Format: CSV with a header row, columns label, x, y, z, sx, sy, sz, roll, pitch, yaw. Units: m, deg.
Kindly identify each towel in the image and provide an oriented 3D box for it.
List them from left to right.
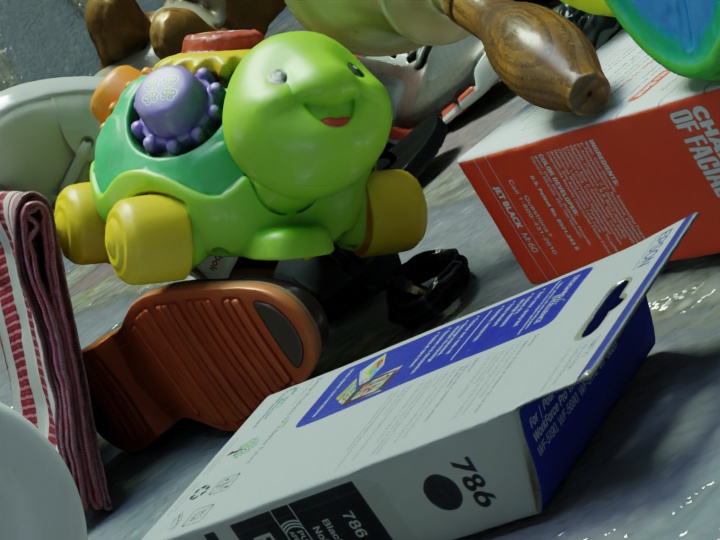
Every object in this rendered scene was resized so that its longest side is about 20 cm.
label,x,y,z,sx,sy,sz,roll,pitch,yaw
towel,-0.158,0.033,0.969,0.023,0.144,0.200,-11,5,-16

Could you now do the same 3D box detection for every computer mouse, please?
label,x,y,z,sx,sy,sz,roll,pitch,yaw
computer mouse,0.000,0.000,0.931,0.059,0.034,0.200,-37,12,-16

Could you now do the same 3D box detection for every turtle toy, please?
label,x,y,z,sx,sy,sz,roll,pitch,yaw
turtle toy,-0.047,-0.052,0.872,0.145,0.101,0.200,-7,9,-24

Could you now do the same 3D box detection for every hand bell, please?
label,x,y,z,sx,sy,sz,roll,pitch,yaw
hand bell,0.044,-0.101,0.778,0.104,0.104,0.200,-34,31,-3

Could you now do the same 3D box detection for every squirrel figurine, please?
label,x,y,z,sx,sy,sz,roll,pitch,yaw
squirrel figurine,-0.090,-0.109,1.213,0.141,0.200,0.187,7,63,36

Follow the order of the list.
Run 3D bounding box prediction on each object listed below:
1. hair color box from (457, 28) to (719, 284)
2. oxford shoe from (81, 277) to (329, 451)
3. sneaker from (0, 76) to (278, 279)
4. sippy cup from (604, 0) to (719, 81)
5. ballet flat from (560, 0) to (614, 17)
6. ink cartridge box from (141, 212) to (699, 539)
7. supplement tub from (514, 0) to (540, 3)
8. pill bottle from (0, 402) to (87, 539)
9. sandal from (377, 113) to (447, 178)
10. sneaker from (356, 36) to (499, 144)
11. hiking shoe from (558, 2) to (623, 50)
label,x,y,z,sx,sy,sz,roll,pitch,yaw
hair color box,0.135,-0.057,0.722,0.111,0.064,0.200,-38,11,-25
oxford shoe,-0.064,0.028,0.908,0.073,0.071,0.200,-36,11,-32
sneaker,-0.099,-0.040,1.019,0.073,0.200,0.085,-63,31,26
sippy cup,0.137,-0.145,0.630,0.130,0.178,0.140,-23,-18,-9
ballet flat,0.168,-0.139,0.835,0.200,0.067,0.067,-9,17,-30
ink cartridge box,0.023,0.051,0.651,0.200,0.039,0.099,-26,14,41
supplement tub,0.114,-0.249,1.404,0.200,0.123,0.123,-22,17,44
pill bottle,-0.202,0.115,0.806,0.120,0.120,0.200,-41,13,-32
sandal,-0.039,-0.032,1.135,0.200,0.045,0.075,-34,11,2
sneaker,0.022,-0.126,1.255,0.077,0.082,0.200,-42,14,-34
hiking shoe,0.172,-0.162,1.023,0.200,0.087,0.074,-58,13,0
